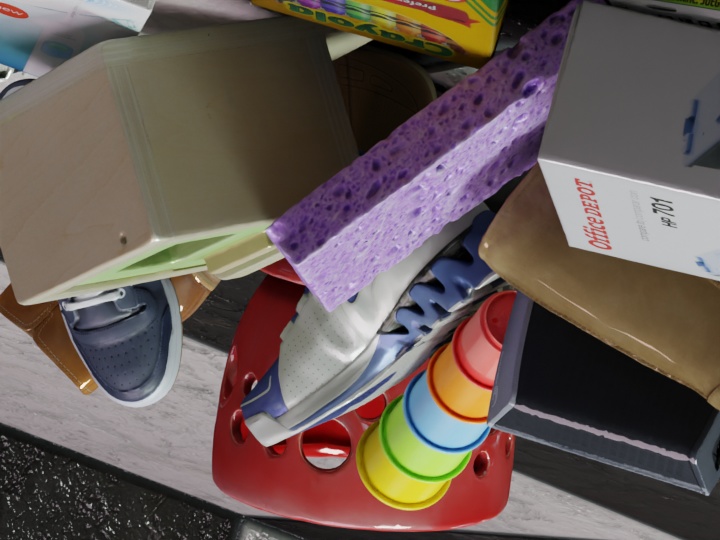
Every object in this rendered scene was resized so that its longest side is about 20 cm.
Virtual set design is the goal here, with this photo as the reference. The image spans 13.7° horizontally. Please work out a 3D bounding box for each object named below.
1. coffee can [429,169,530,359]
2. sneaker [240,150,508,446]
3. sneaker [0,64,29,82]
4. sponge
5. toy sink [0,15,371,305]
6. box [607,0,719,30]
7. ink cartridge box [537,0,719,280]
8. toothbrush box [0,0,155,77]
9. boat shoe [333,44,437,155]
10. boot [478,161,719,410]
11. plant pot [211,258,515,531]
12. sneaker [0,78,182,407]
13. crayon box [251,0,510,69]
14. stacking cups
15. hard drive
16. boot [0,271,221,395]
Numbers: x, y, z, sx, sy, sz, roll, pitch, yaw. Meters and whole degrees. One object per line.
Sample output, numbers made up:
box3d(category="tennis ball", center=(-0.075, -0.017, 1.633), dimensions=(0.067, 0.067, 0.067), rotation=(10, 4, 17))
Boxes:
box3d(category="coffee can", center=(0.147, 0.001, 1.677), dimensions=(0.200, 0.147, 0.146), rotation=(9, 165, 35))
box3d(category="sneaker", center=(0.000, 0.000, 1.647), dimensions=(0.199, 0.115, 0.081), rotation=(-41, 168, 31))
box3d(category="sneaker", center=(-0.211, -0.131, 1.657), dimensions=(0.115, 0.076, 0.201), rotation=(1, -160, 17))
box3d(category="sponge", center=(0.048, -0.057, 1.492), dimensions=(0.030, 0.200, 0.112), rotation=(53, 177, 16))
box3d(category="toy sink", center=(-0.078, -0.057, 1.558), dimensions=(0.200, 0.112, 0.130), rotation=(-12, 173, -42))
box3d(category="box", center=(0.197, -0.098, 1.429), dimensions=(0.110, 0.035, 0.200), rotation=(12, 167, 23))
box3d(category="ink cartridge box", center=(0.193, -0.046, 1.387), dimensions=(0.200, 0.086, 0.146), rotation=(12, 167, 14))
box3d(category="toothbrush box", center=(-0.173, -0.167, 1.520), dimensions=(0.146, 0.085, 0.200), rotation=(19, 167, -9))
box3d(category="boat shoe", center=(-0.041, -0.102, 1.703), dimensions=(0.200, 0.071, 0.065), rotation=(2, -163, 28))
box3d(category="boot", center=(0.187, -0.018, 1.486), dimensions=(0.200, 0.175, 0.066), rotation=(38, 170, 15))
box3d(category="plant pot", center=(0.010, 0.062, 1.976), dimensions=(0.200, 0.183, 0.200), rotation=(8, -169, -1))
box3d(category="sneaker", center=(-0.164, -0.018, 1.727), dimensions=(0.070, 0.200, 0.108), rotation=(-16, 173, 15))
box3d(category="crayon box", center=(0.011, -0.151, 1.418), dimensions=(0.127, 0.051, 0.200), rotation=(16, 168, 5))
box3d(category="stacking cups", center=(0.057, 0.068, 1.667), dimensions=(0.060, 0.061, 0.200), rotation=(19, 147, -11))
box3d(category="hard drive", center=(0.151, 0.002, 1.539), dimensions=(0.135, 0.200, 0.042), rotation=(17, 165, 10))
box3d(category="boot", center=(-0.166, -0.029, 1.839), dimensions=(0.200, 0.155, 0.077), rotation=(45, -177, 28))
